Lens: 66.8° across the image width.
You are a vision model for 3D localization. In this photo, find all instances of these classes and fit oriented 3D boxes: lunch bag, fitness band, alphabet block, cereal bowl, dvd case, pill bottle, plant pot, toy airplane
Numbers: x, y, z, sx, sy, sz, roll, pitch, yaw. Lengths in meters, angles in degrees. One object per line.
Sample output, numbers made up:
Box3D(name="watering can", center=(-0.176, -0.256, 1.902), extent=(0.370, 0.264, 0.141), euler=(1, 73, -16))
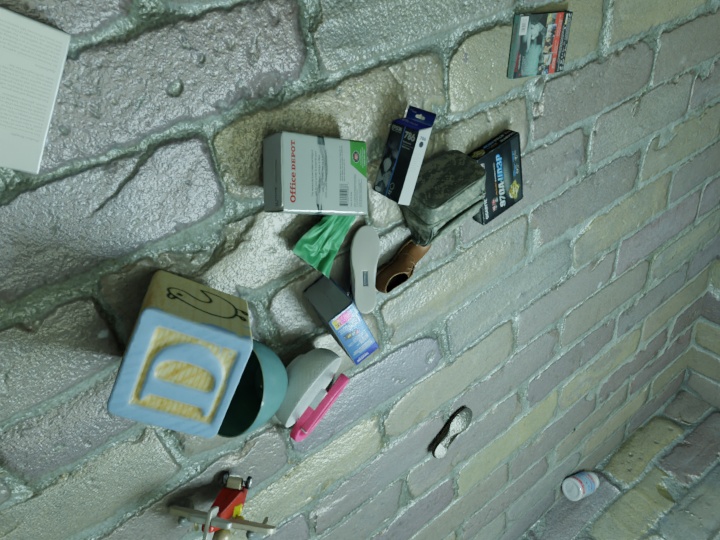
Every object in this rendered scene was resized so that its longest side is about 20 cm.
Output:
Box3D(name="lunch bag", center=(0.200, -0.165, 1.306), extent=(0.199, 0.139, 0.169), euler=(-34, 147, -18))
Box3D(name="fitness band", center=(-0.099, 0.341, 1.356), extent=(0.201, 0.037, 0.144), euler=(-52, 168, -1))
Box3D(name="alphabet block", center=(-0.315, 0.144, 0.975), extent=(0.193, 0.200, 0.199), euler=(23, 100, -22))
Box3D(name="cereal bowl", center=(-0.136, 0.259, 1.271), extent=(0.201, 0.083, 0.200), euler=(-51, 168, -15))
Box3D(name="dvd case", center=(0.447, -0.561, 1.357), extent=(0.198, 0.022, 0.148), euler=(-20, 124, -31))
Box3D(name="pill bottle", center=(1.094, 1.061, 2.702), extent=(0.198, 0.108, 0.110), euler=(0, 113, -39))
Box3D(name="plant pot", center=(-0.230, 0.238, 1.148), extent=(0.134, 0.199, 0.202), euler=(11, 107, -56))
Box3D(name="toy airplane", center=(-0.316, 0.571, 1.245), extent=(0.197, 0.199, 0.144), euler=(0, 101, -37))

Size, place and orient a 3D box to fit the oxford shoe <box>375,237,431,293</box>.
Box3D(name="oxford shoe", center=(0.115, -0.012, 1.361), extent=(0.200, 0.071, 0.072), euler=(-44, 131, -13))

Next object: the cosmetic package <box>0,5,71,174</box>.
Box3D(name="cosmetic package", center=(-0.480, -0.248, 0.753), extent=(0.100, 0.071, 0.203), euler=(11, 106, -42))

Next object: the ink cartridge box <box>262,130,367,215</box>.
Box3D(name="ink cartridge box", center=(-0.087, -0.183, 1.066), extent=(0.198, 0.082, 0.149), euler=(-2, 93, -38))

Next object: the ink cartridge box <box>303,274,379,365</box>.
Box3D(name="ink cartridge box", center=(-0.038, 0.124, 1.264), extent=(0.076, 0.136, 0.201), euler=(-35, 131, -11))

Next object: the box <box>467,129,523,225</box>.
Box3D(name="box", center=(0.357, -0.244, 1.440), extent=(0.158, 0.046, 0.202), euler=(-33, 131, -20))

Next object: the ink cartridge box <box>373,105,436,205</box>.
Box3D(name="ink cartridge box", center=(0.094, -0.254, 1.189), extent=(0.039, 0.099, 0.203), euler=(4, 110, -38))

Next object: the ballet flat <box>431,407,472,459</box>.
Box3D(name="ballet flat", center=(0.304, 0.543, 1.837), extent=(0.067, 0.046, 0.201), euler=(40, 79, -13))

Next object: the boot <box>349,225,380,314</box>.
Box3D(name="boot", center=(0.000, 0.000, 1.282), extent=(0.072, 0.090, 0.204), euler=(5, 85, -14))

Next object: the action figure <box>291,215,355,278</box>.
Box3D(name="action figure", center=(-0.060, -0.099, 1.183), extent=(0.118, 0.054, 0.202), euler=(39, 80, -43))
